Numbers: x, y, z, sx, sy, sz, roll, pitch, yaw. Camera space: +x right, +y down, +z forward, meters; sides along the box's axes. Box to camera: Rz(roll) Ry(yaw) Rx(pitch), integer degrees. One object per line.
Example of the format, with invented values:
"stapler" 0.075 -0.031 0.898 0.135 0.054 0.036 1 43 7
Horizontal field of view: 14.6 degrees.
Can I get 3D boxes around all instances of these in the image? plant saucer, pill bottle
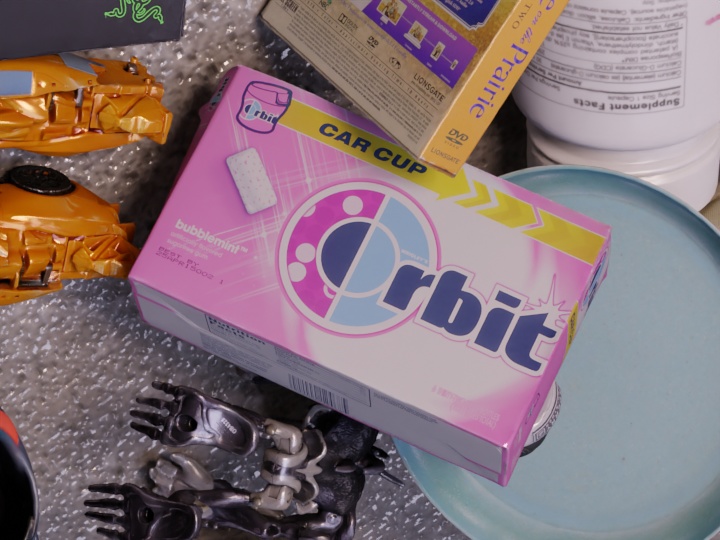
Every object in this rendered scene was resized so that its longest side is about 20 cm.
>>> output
"plant saucer" 0.105 0.047 1.337 0.201 0.199 0.027 -68 167 19
"pill bottle" 0.126 -0.128 1.326 0.113 0.113 0.201 -17 126 -22

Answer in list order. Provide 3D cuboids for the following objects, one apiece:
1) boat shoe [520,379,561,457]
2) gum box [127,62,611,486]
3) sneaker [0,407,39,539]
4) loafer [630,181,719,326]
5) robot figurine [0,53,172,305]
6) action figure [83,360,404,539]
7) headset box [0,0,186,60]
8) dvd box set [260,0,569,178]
"boat shoe" 0.003 0.032 1.323 0.069 0.199 0.057 -56 166 -18
"gum box" 0.000 0.000 1.267 0.066 0.199 0.114 86 29 -70
"sneaker" -0.180 0.136 1.322 0.075 0.085 0.201 -26 129 -15
"loafer" 0.141 0.015 1.368 0.199 0.068 0.076 -34 103 5
"robot figurine" -0.186 -0.043 1.225 0.199 0.058 0.146 -3 118 -30
"action figure" -0.051 0.082 1.362 0.200 0.102 0.120 0 112 -61
"headset box" -0.159 -0.179 1.136 0.199 0.093 0.175 -8 122 -28
"dvd box set" 0.049 -0.160 1.239 0.029 0.146 0.201 23 104 -43
